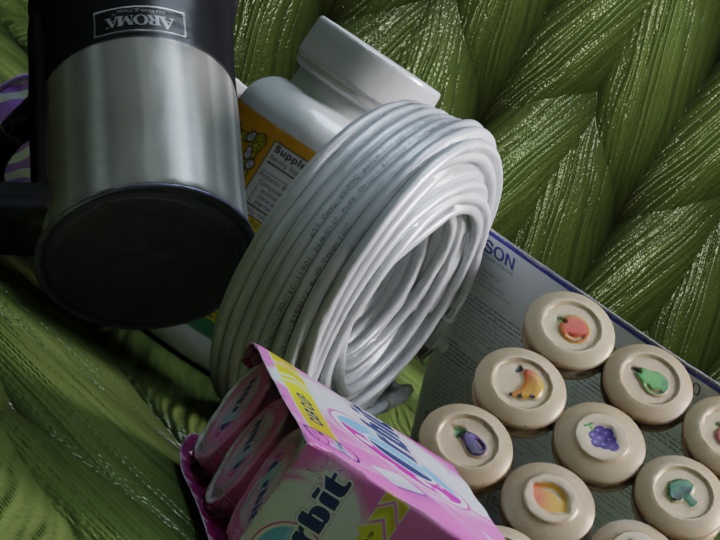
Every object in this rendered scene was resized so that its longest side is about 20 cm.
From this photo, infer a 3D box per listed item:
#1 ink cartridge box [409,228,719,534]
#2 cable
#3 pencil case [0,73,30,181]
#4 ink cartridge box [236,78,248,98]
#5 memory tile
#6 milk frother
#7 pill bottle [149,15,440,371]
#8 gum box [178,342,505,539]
[{"bbox_3d":[0.122,0.085,1.560,0.196,0.201,0.043,36,43,28],"label":"ink cartridge box"},{"bbox_3d":[0.000,0.000,1.455,0.069,0.201,0.200,34,28,18],"label":"cable"},{"bbox_3d":[-0.169,-0.069,1.786,0.085,0.084,0.200,-1,-14,25],"label":"pencil case"},{"bbox_3d":[-0.054,-0.024,1.709,0.200,0.116,0.067,40,4,-16],"label":"ink cartridge box"},{"bbox_3d":[0.108,0.103,1.390,0.153,0.200,0.017,35,-37,11],"label":"memory tile"},{"bbox_3d":[-0.139,-0.046,1.503,0.200,0.179,0.189,71,10,-50],"label":"milk frother"},{"bbox_3d":[-0.041,-0.039,1.575,0.112,0.201,0.113,32,5,-3],"label":"pill bottle"},{"bbox_3d":[-0.007,0.102,1.170,0.113,0.066,0.200,33,4,-13],"label":"gum box"}]
